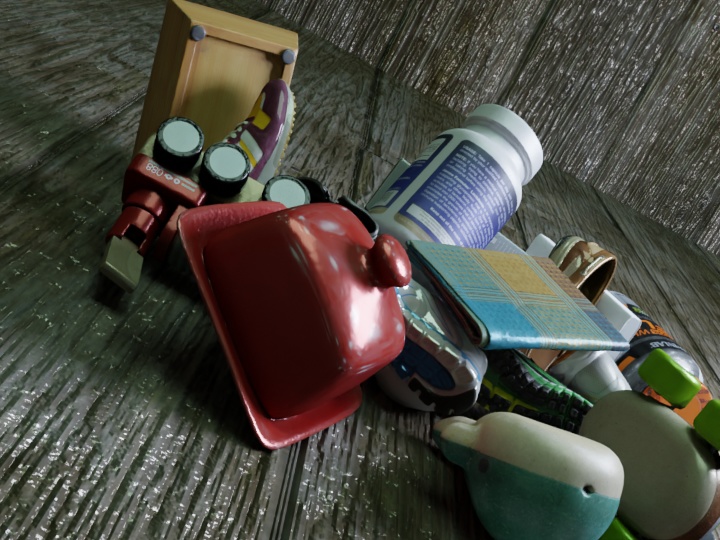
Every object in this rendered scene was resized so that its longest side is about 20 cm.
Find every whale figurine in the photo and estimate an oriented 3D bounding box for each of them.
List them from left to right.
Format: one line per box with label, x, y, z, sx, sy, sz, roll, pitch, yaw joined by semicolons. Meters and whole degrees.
whale figurine;0.127;0.175;0.973;0.157;0.106;0.199;20;-6;-26

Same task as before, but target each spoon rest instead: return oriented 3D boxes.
spoon rest;0.012;0.069;1.115;0.198;0.061;0.099;30;16;5

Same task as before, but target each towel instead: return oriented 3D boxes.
towel;0.149;0.028;1.110;0.197;0.022;0.147;6;34;-38

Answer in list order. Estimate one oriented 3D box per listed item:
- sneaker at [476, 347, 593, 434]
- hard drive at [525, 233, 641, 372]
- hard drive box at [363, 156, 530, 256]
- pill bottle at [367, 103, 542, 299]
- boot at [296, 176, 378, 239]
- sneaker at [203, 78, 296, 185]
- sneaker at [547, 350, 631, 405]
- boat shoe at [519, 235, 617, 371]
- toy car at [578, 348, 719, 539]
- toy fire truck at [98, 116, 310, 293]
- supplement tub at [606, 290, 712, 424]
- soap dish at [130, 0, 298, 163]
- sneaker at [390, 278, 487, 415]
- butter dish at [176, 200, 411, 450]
sneaker;0.172;0.124;1.151;0.200;0.078;0.085;43;13;-4
hard drive;0.233;0.059;1.389;0.026;0.133;0.200;24;16;-36
hard drive box;0.094;-0.019;1.340;0.199;0.077;0.156;37;-13;2
pill bottle;0.096;-0.073;1.209;0.115;0.200;0.116;35;-23;18
boot;0.000;0.000;1.156;0.198;0.132;0.068;32;55;12
sneaker;-0.131;-0.116;1.206;0.089;0.203;0.075;21;-18;-17
sneaker;0.236;0.138;1.212;0.092;0.075;0.200;52;-6;18
boat shoe;0.224;0.048;1.301;0.073;0.202;0.076;15;-26;35
toy car;0.301;0.200;1.072;0.199;0.165;0.158;32;11;-37
toy fire truck;-0.153;-0.024;1.058;0.174;0.129;0.202;28;56;0
supplement tub;0.320;0.120;1.375;0.121;0.124;0.200;20;18;-28
soap dish;-0.156;-0.179;1.281;0.155;0.204;0.081;10;10;-27
sneaker;0.041;0.040;1.077;0.200;0.075;0.087;48;31;2
butter dish;-0.026;0.018;0.946;0.199;0.146;0.203;-11;79;-66
